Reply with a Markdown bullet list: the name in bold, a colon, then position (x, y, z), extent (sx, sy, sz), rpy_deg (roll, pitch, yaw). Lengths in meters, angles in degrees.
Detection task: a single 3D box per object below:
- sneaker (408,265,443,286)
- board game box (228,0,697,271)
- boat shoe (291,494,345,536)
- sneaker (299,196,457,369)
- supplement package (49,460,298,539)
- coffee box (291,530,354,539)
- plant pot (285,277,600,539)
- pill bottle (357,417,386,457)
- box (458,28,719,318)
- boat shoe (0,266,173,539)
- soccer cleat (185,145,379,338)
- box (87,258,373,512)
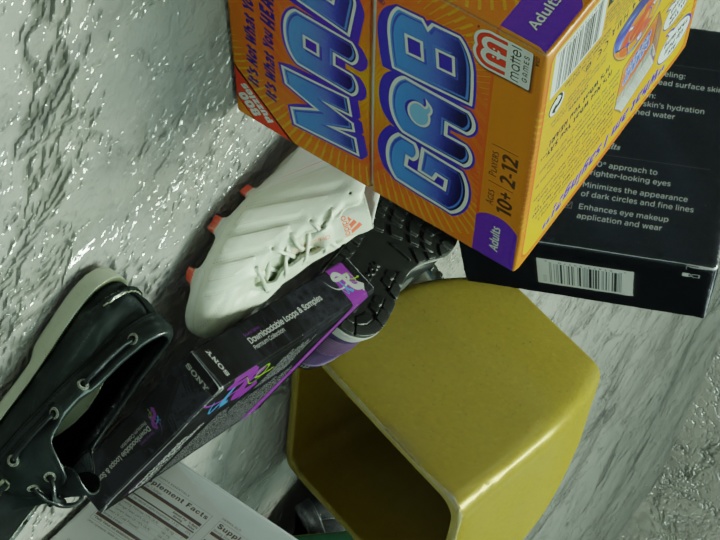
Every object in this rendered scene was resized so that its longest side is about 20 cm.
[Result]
- **sneaker**: position (0.055, 0.059, 1.574), extent (0.072, 0.072, 0.200), rpy_deg (-23, 144, -11)
- **board game box**: position (0.063, -0.167, 0.995), extent (0.200, 0.199, 0.200), rpy_deg (-51, 161, -26)
- **boat shoe**: position (-0.036, 0.258, 1.640), extent (0.068, 0.072, 0.200), rpy_deg (-26, 153, -18)
- **sneaker**: position (0.000, 0.000, 1.351), extent (0.088, 0.076, 0.200), rpy_deg (-42, -177, 43)
- **supplement package**: position (-0.148, 0.256, 1.184), extent (0.200, 0.150, 0.152), rpy_deg (-44, 157, -40)
- **coffee box**: position (-0.045, 0.297, 1.600), extent (0.200, 0.122, 0.044), rpy_deg (92, -9, -55)
- **plant pot**: position (0.080, 0.121, 1.440), extent (0.200, 0.196, 0.195), rpy_deg (-31, 151, -25)
- **pill bottle**: position (0.039, 0.186, 1.630), extent (0.114, 0.114, 0.200), rpy_deg (-51, 172, -24)
- **box**: position (0.191, -0.086, 1.395), extent (0.117, 0.196, 0.201), rpy_deg (71, 30, -69)
- **boat shoe**: position (-0.170, 0.099, 1.009), extent (0.200, 0.066, 0.075), rpy_deg (-58, 163, -4)
- **soccer cleat**: position (-0.037, -0.032, 1.145), extent (0.200, 0.077, 0.069), rpy_deg (-53, 161, -20)
- **box**: position (-0.087, 0.072, 1.178), extent (0.143, 0.036, 0.200), rpy_deg (-46, 174, 32)
